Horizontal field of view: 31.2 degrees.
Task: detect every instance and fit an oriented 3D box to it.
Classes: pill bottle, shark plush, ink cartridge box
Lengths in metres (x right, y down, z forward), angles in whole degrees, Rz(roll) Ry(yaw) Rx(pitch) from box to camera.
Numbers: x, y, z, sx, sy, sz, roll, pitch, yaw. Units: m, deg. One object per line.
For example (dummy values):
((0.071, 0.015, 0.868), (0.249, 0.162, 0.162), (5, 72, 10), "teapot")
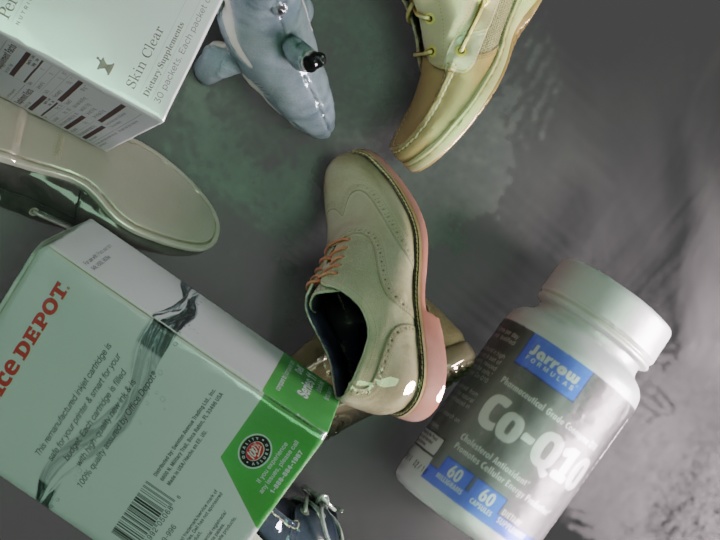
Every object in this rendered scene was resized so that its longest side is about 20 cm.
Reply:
((0.126, 0.098, 0.920), (0.114, 0.114, 0.200), (37, 86, -19), "pill bottle")
((-0.041, -0.154, 0.798), (0.091, 0.200, 0.083), (-32, 75, -22), "shark plush")
((-0.135, 0.085, 0.792), (0.200, 0.083, 0.147), (36, 106, -2), "ink cartridge box")

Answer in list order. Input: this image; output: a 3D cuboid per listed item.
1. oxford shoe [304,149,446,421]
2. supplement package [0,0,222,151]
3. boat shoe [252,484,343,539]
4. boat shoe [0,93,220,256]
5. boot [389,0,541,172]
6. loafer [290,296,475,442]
((0.000, 0.000, 0.838), (0.074, 0.200, 0.071), (10, 141, -34), "oxford shoe")
((-0.138, -0.189, 0.750), (0.111, 0.156, 0.200), (27, 79, -19), "supplement package")
((-0.034, 0.190, 0.904), (0.062, 0.075, 0.200), (-45, 110, -5), "boat shoe")
((-0.187, -0.058, 0.833), (0.200, 0.057, 0.067), (25, 54, -23), "boat shoe")
((0.033, -0.184, 0.867), (0.155, 0.073, 0.200), (30, 87, -20), "boot")
((-0.022, 0.075, 0.895), (0.200, 0.076, 0.068), (-19, 69, -7), "loafer")
